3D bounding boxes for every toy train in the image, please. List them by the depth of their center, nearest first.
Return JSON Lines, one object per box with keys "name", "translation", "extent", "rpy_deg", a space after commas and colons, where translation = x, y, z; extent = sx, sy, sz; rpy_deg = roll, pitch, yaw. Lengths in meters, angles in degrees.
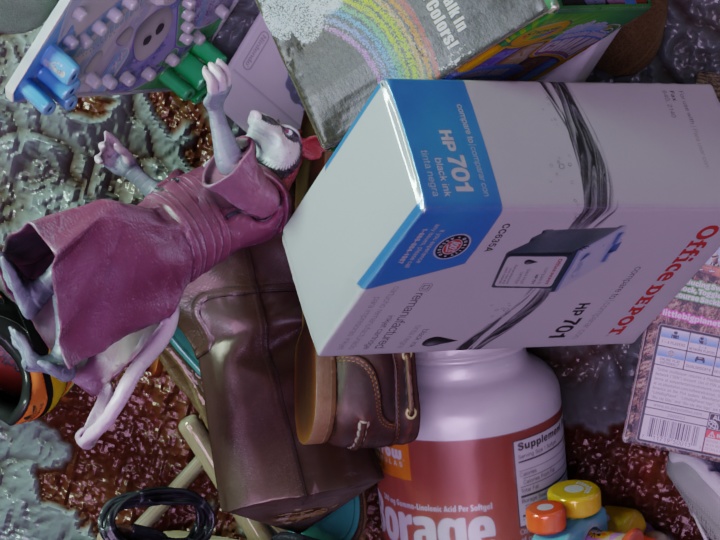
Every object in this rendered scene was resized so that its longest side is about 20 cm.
{"name": "toy train", "translation": [0.143, 0.204, 1.587], "extent": [0.056, 0.200, 0.150], "rpy_deg": [5, 71, 28]}

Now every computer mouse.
{"name": "computer mouse", "translation": [-0.063, 0.165, 1.543], "extent": [0.200, 0.034, 0.059], "rpy_deg": [25, 71, -30]}

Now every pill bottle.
{"name": "pill bottle", "translation": [0.064, 0.113, 1.609], "extent": [0.112, 0.112, 0.200], "rpy_deg": [-3, 105, 11]}

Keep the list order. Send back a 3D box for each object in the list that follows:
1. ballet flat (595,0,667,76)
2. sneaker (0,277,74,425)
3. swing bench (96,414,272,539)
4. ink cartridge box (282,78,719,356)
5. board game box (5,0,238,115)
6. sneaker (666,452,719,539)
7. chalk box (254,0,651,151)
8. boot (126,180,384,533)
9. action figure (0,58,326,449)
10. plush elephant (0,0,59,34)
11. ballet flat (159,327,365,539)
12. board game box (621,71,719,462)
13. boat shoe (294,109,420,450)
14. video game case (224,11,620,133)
{"name": "ballet flat", "translation": [0.135, -0.200, 1.528], "extent": [0.068, 0.072, 0.200], "rpy_deg": [1, 106, 7]}
{"name": "sneaker", "translation": [-0.258, 0.018, 1.649], "extent": [0.200, 0.090, 0.070], "rpy_deg": [37, 108, -2]}
{"name": "swing bench", "translation": [-0.086, 0.221, 1.621], "extent": [0.200, 0.199, 0.130], "rpy_deg": [42, 108, -3]}
{"name": "ink cartridge box", "translation": [0.081, -0.028, 1.455], "extent": [0.200, 0.086, 0.146], "rpy_deg": [0, 148, -26]}
{"name": "board game box", "translation": [-0.086, -0.170, 1.508], "extent": [0.026, 0.200, 0.200], "rpy_deg": [40, 109, 15]}
{"name": "sneaker", "translation": [0.228, 0.190, 1.621], "extent": [0.082, 0.075, 0.200], "rpy_deg": [-30, 99, 15]}
{"name": "chalk box", "translation": [0.060, -0.162, 1.446], "extent": [0.200, 0.124, 0.124], "rpy_deg": [-29, 80, 27]}
{"name": "boot", "translation": [-0.094, 0.059, 1.562], "extent": [0.186, 0.064, 0.200], "rpy_deg": [-13, 84, -11]}
{"name": "action figure", "translation": [-0.093, -0.018, 1.473], "extent": [0.200, 0.134, 0.149], "rpy_deg": [-29, 90, -19]}
{"name": "plush elephant", "translation": [-0.163, -0.219, 1.530], "extent": [0.165, 0.155, 0.200], "rpy_deg": [-40, 95, 18]}
{"name": "ballet flat", "translation": [-0.066, 0.083, 1.635], "extent": [0.068, 0.072, 0.200], "rpy_deg": [-38, 86, -12]}
{"name": "board game box", "translation": [0.245, 0.007, 1.554], "extent": [0.159, 0.097, 0.200], "rpy_deg": [12, 107, 6]}
{"name": "boat shoe", "translation": [0.000, 0.000, 1.542], "extent": [0.070, 0.070, 0.200], "rpy_deg": [1, 85, -13]}
{"name": "video game case", "translation": [0.028, -0.120, 1.555], "extent": [0.182, 0.024, 0.200], "rpy_deg": [42, 116, 18]}
